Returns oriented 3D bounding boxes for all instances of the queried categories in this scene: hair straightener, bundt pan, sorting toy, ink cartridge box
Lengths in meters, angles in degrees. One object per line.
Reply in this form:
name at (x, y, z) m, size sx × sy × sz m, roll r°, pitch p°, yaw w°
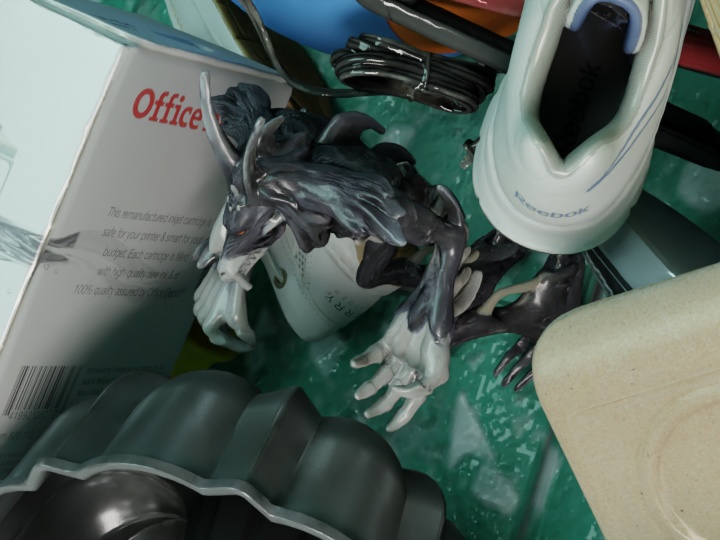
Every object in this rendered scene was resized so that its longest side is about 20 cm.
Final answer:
hair straightener at (0.045, -0.068, 0.807) m, size 0.041 × 0.199 × 0.077 m, roll -102°, pitch 28°, yaw -62°
bundt pan at (-0.044, 0.112, 0.839) m, size 0.201 × 0.202 × 0.076 m, roll -14°, pitch 36°, yaw 36°
sorting toy at (0.171, 0.080, 0.694) m, size 0.184 × 0.036 × 0.201 m, roll -19°, pitch 103°, yaw 26°
ink cartridge box at (-0.123, -0.006, 0.885) m, size 0.083 × 0.146 × 0.201 m, roll 26°, pitch 98°, yaw 21°

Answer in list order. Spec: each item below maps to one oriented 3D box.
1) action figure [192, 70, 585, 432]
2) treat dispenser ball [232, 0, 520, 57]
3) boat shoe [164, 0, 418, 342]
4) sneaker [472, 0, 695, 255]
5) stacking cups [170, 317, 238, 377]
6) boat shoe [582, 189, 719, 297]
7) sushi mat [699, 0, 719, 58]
action figure at (0.000, 0.000, 0.824) m, size 0.119 × 0.200 × 0.102 m, roll 31°, pitch 94°, yaw 42°
treat dispenser ball at (0.015, -0.182, 0.877) m, size 0.200 × 0.200 × 0.202 m, roll -15°, pitch 65°, yaw 35°
boat shoe at (-0.048, -0.056, 0.973) m, size 0.069 × 0.071 × 0.200 m, roll -42°, pitch 54°, yaw 19°
sneaker at (0.090, -0.106, 0.746) m, size 0.074 × 0.087 × 0.201 m, roll 11°, pitch 82°, yaw 1°
stacking cups at (-0.142, 0.071, 1.014) m, size 0.200 × 0.060 × 0.061 m, roll -39°, pitch 53°, yaw 24°
boat shoe at (0.129, 0.052, 0.787) m, size 0.068 × 0.073 × 0.200 m, roll -50°, pitch 65°, yaw 23°
sushi mat at (0.163, -0.041, 0.719) m, size 0.095 × 0.201 × 0.012 m, roll 7°, pitch 47°, yaw 39°
